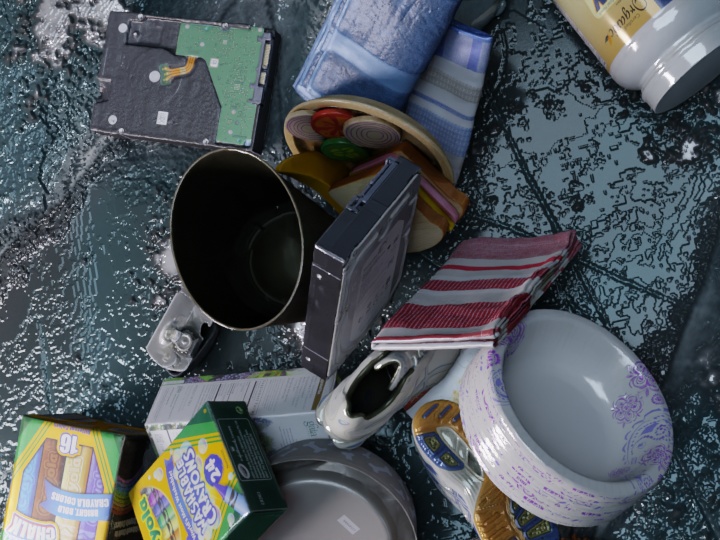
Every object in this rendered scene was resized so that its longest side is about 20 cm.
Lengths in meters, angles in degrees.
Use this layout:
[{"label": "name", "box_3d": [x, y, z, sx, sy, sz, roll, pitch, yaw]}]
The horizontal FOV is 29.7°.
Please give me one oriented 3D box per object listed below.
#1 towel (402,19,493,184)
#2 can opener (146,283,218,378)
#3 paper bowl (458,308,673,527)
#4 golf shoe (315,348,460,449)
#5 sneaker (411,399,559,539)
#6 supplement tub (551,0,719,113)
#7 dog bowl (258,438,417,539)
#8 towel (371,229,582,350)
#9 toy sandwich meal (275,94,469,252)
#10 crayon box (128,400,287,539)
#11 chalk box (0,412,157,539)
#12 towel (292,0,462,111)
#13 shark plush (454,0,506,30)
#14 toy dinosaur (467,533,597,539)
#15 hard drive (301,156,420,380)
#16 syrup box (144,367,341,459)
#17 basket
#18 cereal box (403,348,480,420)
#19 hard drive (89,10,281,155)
[{"label": "towel", "box_3d": [0.050, -0.177, 1.387, 0.146, 0.024, 0.201, 26, 131, 15]}, {"label": "can opener", "box_3d": [-0.164, 0.022, 1.479, 0.053, 0.067, 0.201, 26, 79, 16]}, {"label": "paper bowl", "box_3d": [0.182, 0.144, 1.269, 0.201, 0.200, 0.104, 51, 135, 13]}, {"label": "golf shoe", "box_3d": [0.044, 0.092, 1.325, 0.078, 0.097, 0.200, 42, 71, 2]}, {"label": "sneaker", "box_3d": [0.122, 0.214, 1.324, 0.075, 0.088, 0.201, -31, 77, -12]}, {"label": "supplement tub", "box_3d": [0.275, -0.269, 1.330, 0.144, 0.144, 0.200, -39, 77, 9]}, {"label": "dog bowl", "box_3d": [-0.033, 0.258, 1.372, 0.199, 0.059, 0.201, 5, 118, 10]}, {"label": "towel", "box_3d": [0.113, 0.017, 1.314, 0.143, 0.200, 0.023, -5, 115, 37]}, {"label": "toy sandwich meal", "box_3d": [0.006, -0.095, 1.373, 0.204, 0.206, 0.071, 15, 63, 16]}, {"label": "crayon box", "box_3d": [-0.163, 0.238, 1.355, 0.200, 0.051, 0.126, -49, 53, 34]}, {"label": "chalk box", "box_3d": [-0.298, 0.262, 1.451, 0.123, 0.125, 0.202, 10, 87, 16]}, {"label": "towel", "box_3d": [0.016, -0.223, 1.330, 0.111, 0.049, 0.200, 35, 131, 4]}, {"label": "shark plush", "box_3d": [0.123, -0.283, 1.404, 0.200, 0.083, 0.091, -37, 77, 10]}, {"label": "toy dinosaur", "box_3d": [0.168, 0.312, 1.329, 0.199, 0.102, 0.137, -22, 81, 13]}, {"label": "hard drive", "box_3d": [0.000, 0.000, 1.308, 0.038, 0.201, 0.140, 29, 55, 15]}, {"label": "syrup box", "box_3d": [-0.114, 0.160, 1.420, 0.198, 0.082, 0.079, -6, 122, 14]}, {"label": "basket", "box_3d": [-0.084, -0.018, 1.372, 0.135, 0.200, 0.181, -24, 75, 16]}, {"label": "cereal box", "box_3d": [0.141, 0.147, 1.384, 0.144, 0.040, 0.200, -42, 76, 8]}, {"label": "hard drive", "box_3d": [-0.194, -0.208, 1.509, 0.199, 0.038, 0.141, 8, 87, 17]}]
